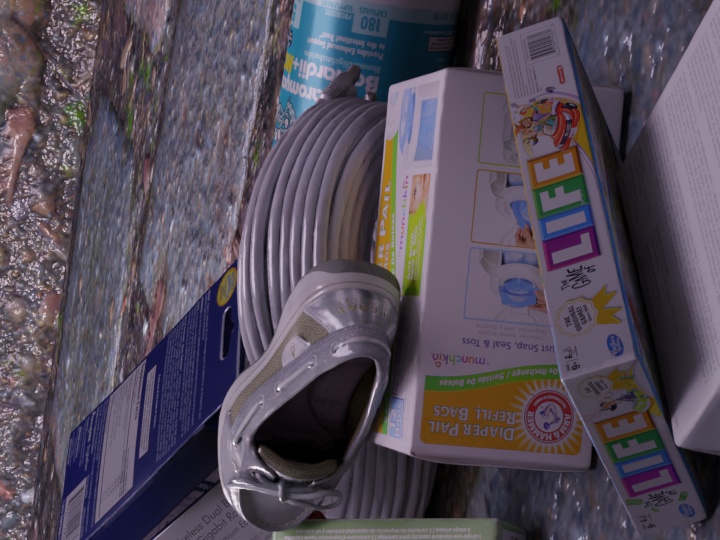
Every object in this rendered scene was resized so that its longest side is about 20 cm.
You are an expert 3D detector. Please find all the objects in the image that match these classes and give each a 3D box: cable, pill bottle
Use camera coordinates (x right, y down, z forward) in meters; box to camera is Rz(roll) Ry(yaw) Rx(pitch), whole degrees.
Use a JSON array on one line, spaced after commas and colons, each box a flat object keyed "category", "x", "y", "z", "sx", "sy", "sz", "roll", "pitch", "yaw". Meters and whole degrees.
[{"category": "cable", "x": 0.000, "y": 0.000, "z": 1.260, "sx": 0.200, "sy": 0.069, "sz": 0.201, "roll": -47, "pitch": -48, "yaw": -53}, {"category": "pill bottle", "x": 0.000, "y": -0.108, "z": 1.421, "sx": 0.111, "sy": 0.110, "sz": 0.201, "roll": -133, "pitch": 50, "yaw": -70}, {"category": "cable", "x": -0.005, "y": 0.118, "z": 1.430, "sx": 0.200, "sy": 0.069, "sz": 0.201, "roll": 114, "pitch": 157, "yaw": -50}]

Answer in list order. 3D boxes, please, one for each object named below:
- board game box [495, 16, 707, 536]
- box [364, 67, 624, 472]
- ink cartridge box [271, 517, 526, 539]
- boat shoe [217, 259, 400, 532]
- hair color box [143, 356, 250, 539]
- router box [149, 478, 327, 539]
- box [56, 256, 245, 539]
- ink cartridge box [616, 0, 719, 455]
[{"category": "board game box", "x": 0.110, "y": 0.001, "z": 0.982, "sx": 0.135, "sy": 0.034, "sz": 0.201, "roll": 59, "pitch": -161, "yaw": -48}, {"category": "box", "x": 0.067, "y": 0.001, "z": 1.144, "sx": 0.112, "sy": 0.101, "sz": 0.202, "roll": 178, "pitch": 97, "yaw": -75}, {"category": "ink cartridge box", "x": 0.016, "y": 0.240, "z": 1.184, "sx": 0.048, "sy": 0.145, "sz": 0.201, "roll": 29, "pitch": -119, "yaw": -59}, {"category": "boat shoe", "x": -0.029, "y": 0.080, "z": 1.142, "sx": 0.065, "sy": 0.074, "sz": 0.202, "roll": -92, "pitch": 22, "yaw": -43}, {"category": "hair color box", "x": -0.096, "y": 0.152, "z": 1.395, "sx": 0.060, "sy": 0.099, "sz": 0.201, "roll": -163, "pitch": 88, "yaw": -75}, {"category": "router box", "x": -0.078, "y": 0.238, "z": 1.309, "sx": 0.200, "sy": 0.180, "sz": 0.049, "roll": -42, "pitch": 0, "yaw": 19}, {"category": "box", "x": -0.118, "y": 0.093, "z": 1.298, "sx": 0.200, "sy": 0.032, "sz": 0.122, "roll": -46, "pitch": 28, "yaw": 34}, {"category": "ink cartridge box", "x": 0.175, "y": -0.045, "z": 0.887, "sx": 0.200, "sy": 0.050, "sz": 0.163, "roll": 118, "pitch": 154, "yaw": -44}]
